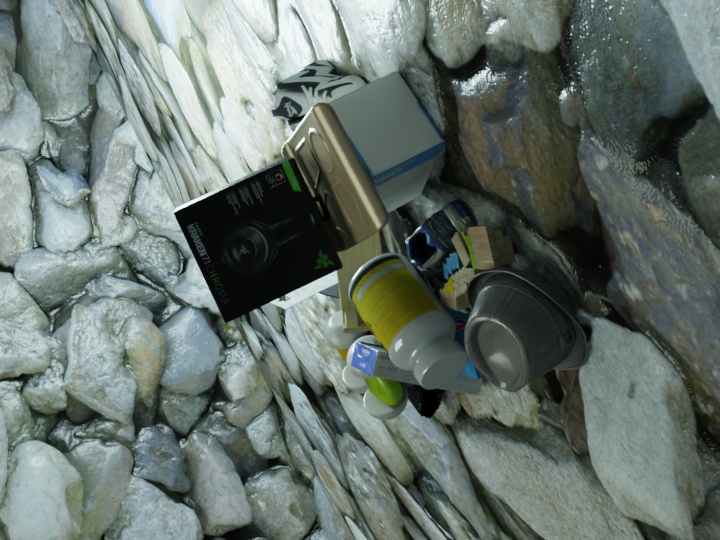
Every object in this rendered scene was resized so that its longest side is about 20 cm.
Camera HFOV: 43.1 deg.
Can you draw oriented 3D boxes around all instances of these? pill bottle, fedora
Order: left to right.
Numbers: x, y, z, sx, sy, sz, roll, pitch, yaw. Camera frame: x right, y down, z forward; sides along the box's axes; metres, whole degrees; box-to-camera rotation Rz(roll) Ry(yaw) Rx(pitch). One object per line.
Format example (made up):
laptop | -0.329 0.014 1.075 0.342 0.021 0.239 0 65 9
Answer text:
pill bottle | 0.073 0.076 1.359 0.200 0.111 0.112 54 161 35
fedora | 0.197 0.091 1.176 0.176 0.090 0.201 26 149 26

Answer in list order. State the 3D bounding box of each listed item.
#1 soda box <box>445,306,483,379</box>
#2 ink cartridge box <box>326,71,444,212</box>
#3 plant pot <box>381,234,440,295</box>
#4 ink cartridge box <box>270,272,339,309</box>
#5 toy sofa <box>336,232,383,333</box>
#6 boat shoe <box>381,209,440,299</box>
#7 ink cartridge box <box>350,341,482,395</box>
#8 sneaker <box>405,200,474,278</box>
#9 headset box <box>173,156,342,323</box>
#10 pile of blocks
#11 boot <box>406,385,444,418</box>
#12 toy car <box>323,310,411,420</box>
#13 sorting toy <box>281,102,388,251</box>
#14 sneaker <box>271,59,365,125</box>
soda box | 0.137 0.105 1.444 0.199 0.068 0.065 17 132 55
ink cartridge box | 0.019 -0.164 1.328 0.129 0.125 0.200 57 161 15
plant pot | 0.081 0.025 1.590 0.200 0.027 0.201 53 161 27
ink cartridge box | -0.070 0.039 1.745 0.050 0.199 0.162 66 162 -14
toy sofa | 0.000 0.000 1.524 0.098 0.082 0.202 -81 -16 -85
boat shoe | 0.076 -0.033 1.482 0.067 0.057 0.202 133 120 -84
ink cartridge box | 0.094 0.161 1.501 0.094 0.199 0.045 15 91 66
sneaker | 0.100 -0.036 1.354 0.077 0.085 0.200 57 162 16
headset box | -0.140 -0.049 1.305 0.093 0.199 0.175 -142 29 -78
pile of blocks | 0.165 -0.012 1.262 0.083 0.062 0.200 67 156 18
boot | 0.093 0.218 1.766 0.163 0.073 0.199 50 154 34
toy car | 0.038 0.152 1.639 0.200 0.149 0.176 44 161 48
sorting toy | -0.035 -0.127 1.281 0.186 0.036 0.200 62 158 -1
sneaker | -0.070 -0.260 1.427 0.199 0.129 0.080 45 157 42
